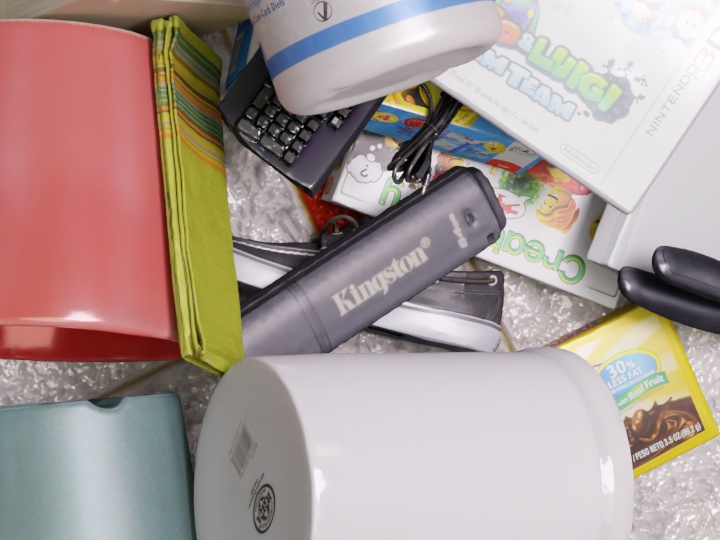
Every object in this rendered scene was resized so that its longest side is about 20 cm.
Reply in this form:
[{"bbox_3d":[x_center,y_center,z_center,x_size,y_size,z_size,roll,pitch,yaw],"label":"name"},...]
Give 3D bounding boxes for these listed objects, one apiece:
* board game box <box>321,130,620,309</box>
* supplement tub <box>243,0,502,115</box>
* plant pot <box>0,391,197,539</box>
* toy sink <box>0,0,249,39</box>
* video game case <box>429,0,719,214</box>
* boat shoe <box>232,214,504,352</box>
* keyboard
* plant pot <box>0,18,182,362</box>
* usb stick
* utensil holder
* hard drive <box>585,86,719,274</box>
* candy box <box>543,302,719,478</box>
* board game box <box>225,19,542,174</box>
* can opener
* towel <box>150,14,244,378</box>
[{"bbox_3d":[0.090,-0.069,1.504,0.199,0.035,0.127,20,89,-12],"label":"board game box"},{"bbox_3d":[-0.013,-0.197,1.292,0.131,0.132,0.201,-19,87,-10],"label":"supplement tub"},{"bbox_3d":[-0.170,0.174,1.398,0.199,0.200,0.197,-4,87,-12],"label":"plant pot"},{"bbox_3d":[-0.133,-0.242,1.370,0.130,0.112,0.201,1,82,-38],"label":"toy sink"},{"bbox_3d":[0.124,-0.162,1.369,0.200,0.024,0.182,34,95,-5],"label":"video game case"},{"bbox_3d":[0.000,0.000,1.476,0.199,0.070,0.067,15,83,-13],"label":"boat shoe"},{"bbox_3d":[0.017,-0.127,1.390,0.127,0.021,0.200,37,72,-7],"label":"keyboard"},{"bbox_3d":[-0.182,-0.043,1.379,0.199,0.200,0.178,4,82,-12],"label":"plant pot"},{"bbox_3d":[0.000,0.005,1.427,0.200,0.033,0.056,-33,101,-18],"label":"usb stick"},{"bbox_3d":[0.027,0.128,1.348,0.199,0.170,0.171,1,94,-29],"label":"utensil holder"},{"bbox_3d":[0.223,-0.081,1.505,0.132,0.026,0.201,22,89,-46],"label":"hard drive"},{"bbox_3d":[0.123,0.103,1.529,0.199,0.026,0.103,-26,95,-9],"label":"candy box"},{"bbox_3d":[0.035,-0.182,1.446,0.195,0.056,0.201,14,75,-14],"label":"board game box"},{"bbox_3d":[0.228,0.016,1.493,0.199,0.063,0.079,6,51,-45],"label":"can opener"},{"bbox_3d":[-0.089,-0.040,1.361,0.018,0.086,0.201,-11,74,18],"label":"towel"}]
